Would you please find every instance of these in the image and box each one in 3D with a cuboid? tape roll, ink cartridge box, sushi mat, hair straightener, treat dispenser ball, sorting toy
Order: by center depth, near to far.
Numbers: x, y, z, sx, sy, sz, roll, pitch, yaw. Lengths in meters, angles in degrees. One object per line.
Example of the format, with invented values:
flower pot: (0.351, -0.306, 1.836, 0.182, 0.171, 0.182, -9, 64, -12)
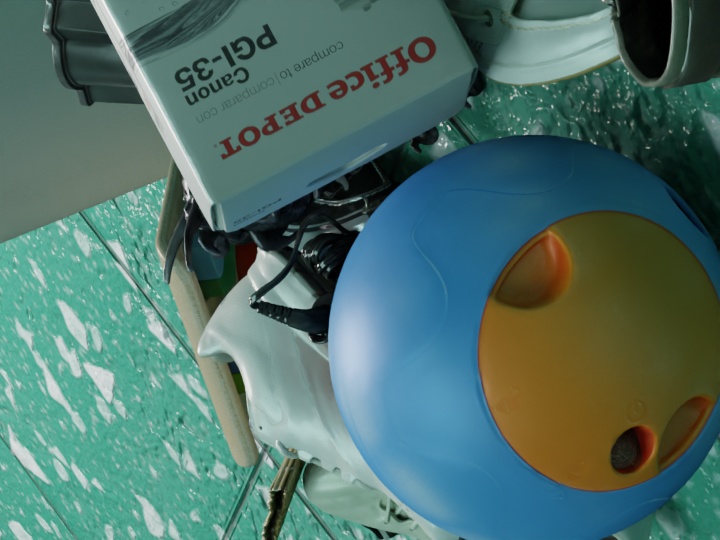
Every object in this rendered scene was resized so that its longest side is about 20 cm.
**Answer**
ink cartridge box: (-0.051, -0.141, 1.070, 0.201, 0.146, 0.083, 62, 175, 6)
treat dispenser ball: (0.084, 0.035, 1.096, 0.201, 0.200, 0.202, 40, 148, 32)
hair straightener: (0.000, 0.000, 1.197, 0.041, 0.200, 0.077, -14, 84, 33)
sushi mat: (-0.019, 0.066, 1.331, 0.012, 0.201, 0.096, 20, 148, 3)
sorting toy: (-0.083, -0.008, 1.405, 0.201, 0.036, 0.186, -91, -11, -47)
tape roll: (-0.220, -0.131, 1.458, 0.203, 0.139, 0.203, 58, 163, 31)

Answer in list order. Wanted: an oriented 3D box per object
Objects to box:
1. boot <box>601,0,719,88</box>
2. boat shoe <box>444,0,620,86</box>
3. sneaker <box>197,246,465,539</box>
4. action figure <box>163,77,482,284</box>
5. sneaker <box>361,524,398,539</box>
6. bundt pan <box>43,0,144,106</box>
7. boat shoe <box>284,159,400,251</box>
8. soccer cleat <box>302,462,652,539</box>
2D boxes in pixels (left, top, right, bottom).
boot: (0.135, -0.174, 0.854, 0.070, 0.146, 0.201, 8, 124, 59)
boat shoe: (0.073, -0.135, 1.083, 0.200, 0.071, 0.070, 11, 129, 57)
sneaker: (-0.009, 0.078, 1.231, 0.200, 0.087, 0.074, 49, -168, 22)
action figure: (-0.038, -0.074, 1.190, 0.102, 0.200, 0.119, 56, 153, 3)
sneaker: (0.031, 0.089, 1.336, 0.076, 0.115, 0.201, 38, 144, 34)
bundt pan: (-0.094, -0.180, 1.206, 0.075, 0.202, 0.203, 13, 136, 16)
boat shoe: (-0.023, -0.054, 1.333, 0.199, 0.073, 0.068, -155, 46, -71)
soccer cleat: (0.065, 0.134, 1.262, 0.069, 0.199, 0.078, 93, -178, -53)
